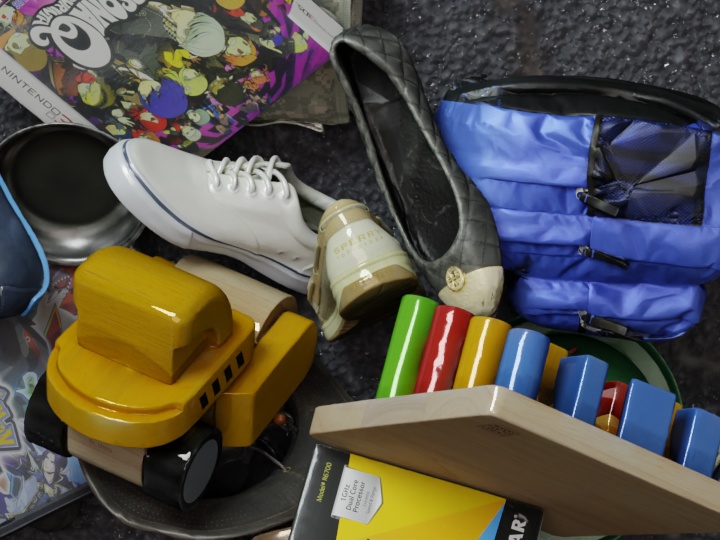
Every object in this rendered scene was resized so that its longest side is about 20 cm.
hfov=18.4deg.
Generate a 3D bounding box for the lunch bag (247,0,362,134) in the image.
[{"bbox_3d":[-0.080,-0.194,1.496,0.163,0.118,0.202,3,95,6],"label":"lunch bag"}]

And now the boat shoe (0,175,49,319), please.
[{"bbox_3d":[-0.276,-0.056,1.443,0.200,0.068,0.084,48,129,21],"label":"boat shoe"}]

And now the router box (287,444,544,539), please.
[{"bbox_3d":[0.016,0.223,1.341,0.148,0.051,0.201,15,70,-1],"label":"router box"}]

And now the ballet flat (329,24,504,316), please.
[{"bbox_3d":[0.030,-0.059,1.385,0.066,0.057,0.201,-31,79,34],"label":"ballet flat"}]

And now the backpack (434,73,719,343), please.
[{"bbox_3d":[0.140,-0.045,1.450,0.198,0.163,0.169,10,92,4],"label":"backpack"}]

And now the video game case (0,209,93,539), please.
[{"bbox_3d":[-0.235,0.066,1.482,0.025,0.180,0.201,-31,84,47],"label":"video game case"}]

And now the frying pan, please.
[{"bbox_3d":[-0.164,-0.038,1.495,0.189,0.031,0.115,26,122,-20],"label":"frying pan"}]

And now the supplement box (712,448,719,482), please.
[{"bbox_3d":[0.328,0.141,1.410,0.199,0.200,0.135,37,90,5],"label":"supplement box"}]

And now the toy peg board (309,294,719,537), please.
[{"bbox_3d":[0.109,0.080,1.320,0.199,0.199,0.099,24,71,-27],"label":"toy peg board"}]

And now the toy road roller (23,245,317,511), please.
[{"bbox_3d":[-0.117,0.040,1.403,0.122,0.200,0.147,22,132,17],"label":"toy road roller"}]

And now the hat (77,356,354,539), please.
[{"bbox_3d":[-0.099,0.127,1.484,0.199,0.201,0.081,15,132,4],"label":"hat"}]

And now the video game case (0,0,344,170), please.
[{"bbox_3d":[-0.142,-0.153,1.436,0.181,0.036,0.200,40,128,-23],"label":"video game case"}]

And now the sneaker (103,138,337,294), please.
[{"bbox_3d":[-0.078,-0.050,1.463,0.071,0.199,0.073,-41,47,28],"label":"sneaker"}]

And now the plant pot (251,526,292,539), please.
[{"bbox_3d":[-0.015,0.265,1.442,0.199,0.200,0.200,-15,80,3],"label":"plant pot"}]

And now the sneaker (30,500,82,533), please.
[{"bbox_3d":[-0.279,0.105,1.491,0.075,0.115,0.200,-43,79,29],"label":"sneaker"}]

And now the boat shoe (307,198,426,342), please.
[{"bbox_3d":[-0.002,0.001,1.440,0.073,0.201,0.063,-25,82,-2],"label":"boat shoe"}]

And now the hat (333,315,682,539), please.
[{"bbox_3d":[0.116,0.111,1.437,0.199,0.176,0.166,-30,84,3],"label":"hat"}]
